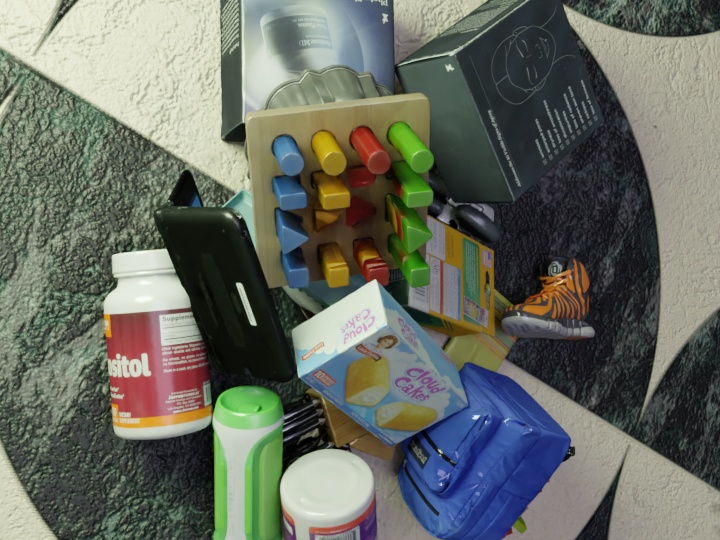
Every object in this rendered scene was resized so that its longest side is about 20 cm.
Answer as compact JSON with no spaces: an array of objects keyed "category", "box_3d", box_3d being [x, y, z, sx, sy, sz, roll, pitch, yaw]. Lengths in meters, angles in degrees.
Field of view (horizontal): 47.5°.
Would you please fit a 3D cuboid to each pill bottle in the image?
[{"category":"pill bottle","box_3d":[-0.230,0.080,0.926,0.111,0.113,0.204,-5,90,-23]},{"category":"pill bottle","box_3d":[-0.033,0.325,0.975,0.110,0.111,0.203,-16,122,-22]}]

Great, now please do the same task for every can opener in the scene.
[{"category":"can opener","box_3d":[0.105,-0.102,1.103,0.198,0.066,0.053,28,80,-15]}]

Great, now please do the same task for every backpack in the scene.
[{"category":"backpack","box_3d":[0.132,0.237,1.037,0.166,0.163,0.202,22,105,-29]}]

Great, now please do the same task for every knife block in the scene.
[{"category":"knife block","box_3d":[-0.027,0.163,1.035,0.174,0.064,0.203,26,80,-21]}]

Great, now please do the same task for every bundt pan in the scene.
[{"category":"bundt pan","box_3d":[-0.030,-0.124,0.937,0.199,0.076,0.204,-12,130,-14]}]

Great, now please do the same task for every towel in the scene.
[{"category":"towel","box_3d":[0.152,0.122,1.141,0.086,0.018,0.201,39,75,-14]}]

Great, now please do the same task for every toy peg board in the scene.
[{"category":"toy peg board","box_3d":[-0.011,-0.066,0.863,0.196,0.098,0.203,-9,121,-13]}]

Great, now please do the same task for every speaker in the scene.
[{"category":"speaker","box_3d":[-0.130,0.242,0.952,0.087,0.088,0.203,-5,109,-23]}]

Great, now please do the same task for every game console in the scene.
[{"category":"game console","box_3d":[-0.135,0.001,0.893,0.116,0.174,0.203,-44,127,-43]}]

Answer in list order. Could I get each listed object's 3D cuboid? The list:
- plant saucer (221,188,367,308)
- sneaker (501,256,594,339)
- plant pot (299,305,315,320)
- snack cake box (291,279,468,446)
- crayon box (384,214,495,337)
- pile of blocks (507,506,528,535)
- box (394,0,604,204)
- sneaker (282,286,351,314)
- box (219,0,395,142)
[{"category":"plant saucer","box_3d":[-0.082,-0.019,0.972,0.199,0.019,0.070,37,46,4]},{"category":"sneaker","box_3d":[0.259,0.036,1.149,0.198,0.077,0.114,10,76,-48]},{"category":"plant pot","box_3d":[0.000,0.000,1.072,0.197,0.027,0.204,1,88,-22]},{"category":"snack cake box","box_3d":[0.026,0.110,0.920,0.114,0.068,0.200,-30,135,16]},{"category":"crayon box","box_3d":[0.103,0.010,1.061,0.199,0.051,0.128,22,64,-46]},{"category":"pile of blocks","box_3d":[0.231,0.303,1.132,0.062,0.082,0.201,41,74,-16]},{"category":"box","box_3d":[0.179,-0.221,1.036,0.196,0.123,0.202,-39,114,-27]},{"category":"sneaker","box_3d":[-0.022,0.036,1.003,0.200,0.084,0.073,43,75,-13]},{"category":"box","box_3d":[-0.065,-0.262,1.001,0.197,0.123,0.202,-1,90,-23]}]
